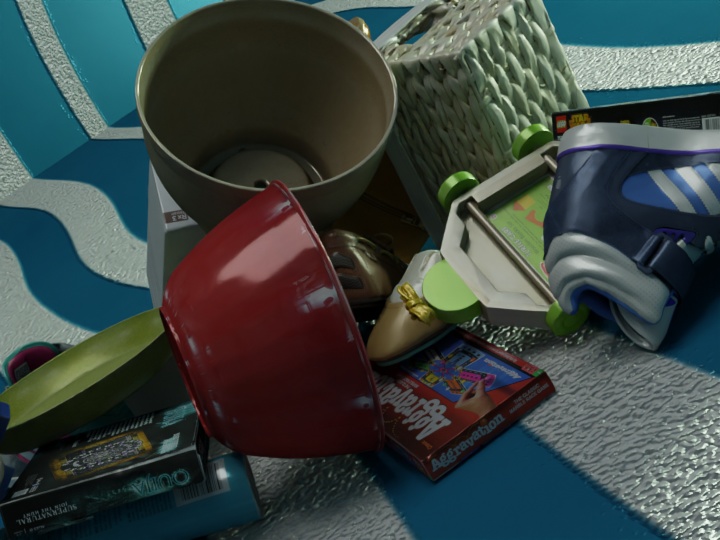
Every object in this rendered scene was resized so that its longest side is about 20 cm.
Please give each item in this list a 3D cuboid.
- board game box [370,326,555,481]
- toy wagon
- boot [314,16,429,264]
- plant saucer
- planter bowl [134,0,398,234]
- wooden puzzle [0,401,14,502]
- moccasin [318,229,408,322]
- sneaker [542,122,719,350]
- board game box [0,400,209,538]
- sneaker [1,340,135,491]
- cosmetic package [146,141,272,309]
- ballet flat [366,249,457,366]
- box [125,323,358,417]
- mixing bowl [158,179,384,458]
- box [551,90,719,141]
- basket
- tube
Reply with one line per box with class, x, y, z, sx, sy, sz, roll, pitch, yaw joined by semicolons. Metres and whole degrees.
board game box;0.052;0.085;1.041;0.103;0.019;0.200;-36;18;-10
toy wagon;0.117;-0.018;1.052;0.199;0.040;0.155;-32;52;-8
boot;0.022;-0.109;1.277;0.071;0.143;0.202;-103;30;-63
plant saucer;-0.226;0.093;1.179;0.199;0.031;0.200;-28;12;6
planter bowl;-0.076;-0.098;1.162;0.200;0.200;0.135;-42;-22;-30
wooden puzzle;-0.290;0.168;1.047;0.186;0.046;0.200;-66;26;12
moccasin;-0.002;0.000;1.171;0.073;0.078;0.201;-13;-7;15
sneaker;0.219;-0.014;0.962;0.199;0.147;0.081;6;-17;2
board game box;-0.174;0.137;1.047;0.134;0.028;0.200;-16;5;-3
sneaker;-0.291;0.128;1.326;0.199;0.121;0.084;-20;21;34
cosmetic package;-0.131;-0.022;1.308;0.112;0.082;0.200;-8;-30;-16
ballet flat;0.073;0.000;1.112;0.200;0.063;0.069;-32;15;-29
box;-0.106;0.062;1.264;0.199;0.078;0.095;-26;19;17
mixing bowl;-0.071;0.051;1.009;0.108;0.201;0.200;-21;16;-10
box;0.256;-0.113;1.097;0.136;0.040;0.200;-8;5;-29
basket;0.107;-0.124;1.223;0.123;0.201;0.136;-2;34;46
tube;-0.170;0.177;1.026;0.199;0.051;0.077;-16;18;-2
